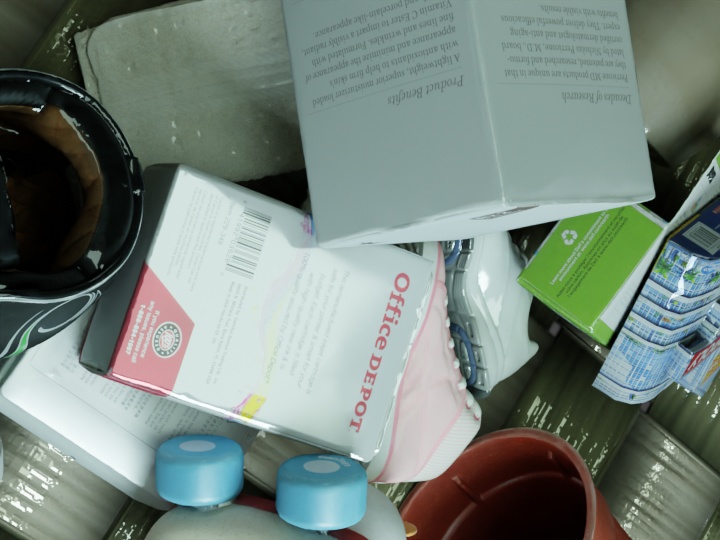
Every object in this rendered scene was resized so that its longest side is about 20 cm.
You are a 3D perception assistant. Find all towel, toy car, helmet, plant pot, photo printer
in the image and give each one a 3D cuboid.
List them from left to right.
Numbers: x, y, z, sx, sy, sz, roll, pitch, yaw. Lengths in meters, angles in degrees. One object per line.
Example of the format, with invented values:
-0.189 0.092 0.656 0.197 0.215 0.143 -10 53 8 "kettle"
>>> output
-0.251 -0.032 1.100 0.199 0.190 0.202 14 68 -40 "helmet"
-0.151 0.067 1.239 0.200 0.069 0.167 38 77 -29 "photo printer"
-0.093 -0.125 1.219 0.198 0.034 0.134 -10 101 5 "towel"
-0.042 0.200 1.245 0.200 0.176 0.186 -25 119 -64 "toy car"
0.149 0.259 1.379 0.195 0.200 0.201 43 75 -35 "plant pot"
0.260 -0.184 1.398 0.200 0.200 0.174 40 94 -28 "plant pot"

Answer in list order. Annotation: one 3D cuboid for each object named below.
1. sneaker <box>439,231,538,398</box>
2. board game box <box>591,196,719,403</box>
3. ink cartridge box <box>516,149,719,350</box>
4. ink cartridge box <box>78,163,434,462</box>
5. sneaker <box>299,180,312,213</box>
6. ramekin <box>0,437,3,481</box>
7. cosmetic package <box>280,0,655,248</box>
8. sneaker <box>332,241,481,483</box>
0.092 -0.004 1.383 0.087 0.074 0.201 -23 115 -38 "sneaker"
0.272 0.034 1.412 0.200 0.062 0.201 -32 150 -49 "board game box"
0.222 -0.042 1.375 0.201 0.076 0.148 -55 161 1 "ink cartridge box"
-0.070 0.029 1.181 0.199 0.085 0.149 22 83 -25 "ink cartridge box"
0.000 0.000 1.295 0.084 0.077 0.202 2 94 14 "sneaker"
-0.323 0.156 1.081 0.199 0.200 0.106 -4 107 -30 "ramekin"
0.067 -0.127 1.137 0.164 0.164 0.202 -6 86 -45 "cosmetic package"
0.047 0.070 1.356 0.104 0.075 0.202 12 91 -36 "sneaker"
